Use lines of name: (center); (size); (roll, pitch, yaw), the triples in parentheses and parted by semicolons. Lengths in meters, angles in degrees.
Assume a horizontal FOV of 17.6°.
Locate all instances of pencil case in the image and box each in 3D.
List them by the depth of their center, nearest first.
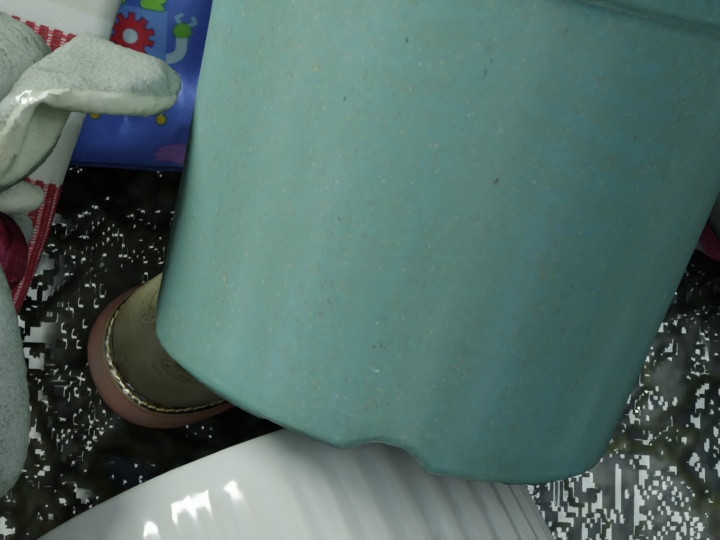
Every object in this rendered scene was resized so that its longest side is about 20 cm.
pencil case: (-0.096, -0.071, 0.837); (0.200, 0.078, 0.087); (1, 72, -13)

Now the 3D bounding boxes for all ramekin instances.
ramekin: (-0.025, 0.119, 0.772); (0.200, 0.200, 0.105); (-18, 77, -16)

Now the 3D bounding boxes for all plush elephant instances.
plush elephant: (-0.145, -0.017, 0.711); (0.165, 0.200, 0.155); (25, 50, 21)

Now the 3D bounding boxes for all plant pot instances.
plant pot: (0.032, -0.053, 0.709); (0.200, 0.200, 0.196); (14, 105, -12)

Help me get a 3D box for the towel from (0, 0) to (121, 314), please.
towel: (-0.158, -0.076, 0.771); (0.144, 0.023, 0.200); (16, 99, -17)

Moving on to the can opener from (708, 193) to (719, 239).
can opener: (0.154, -0.030, 0.852); (0.053, 0.067, 0.200); (-31, 88, 23)

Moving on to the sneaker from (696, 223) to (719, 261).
sneaker: (0.208, -0.054, 0.919); (0.200, 0.088, 0.081); (-8, 113, 3)

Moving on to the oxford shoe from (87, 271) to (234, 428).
oxford shoe: (0.000, 0.000, 0.848); (0.200, 0.074, 0.071); (-29, 88, -27)
